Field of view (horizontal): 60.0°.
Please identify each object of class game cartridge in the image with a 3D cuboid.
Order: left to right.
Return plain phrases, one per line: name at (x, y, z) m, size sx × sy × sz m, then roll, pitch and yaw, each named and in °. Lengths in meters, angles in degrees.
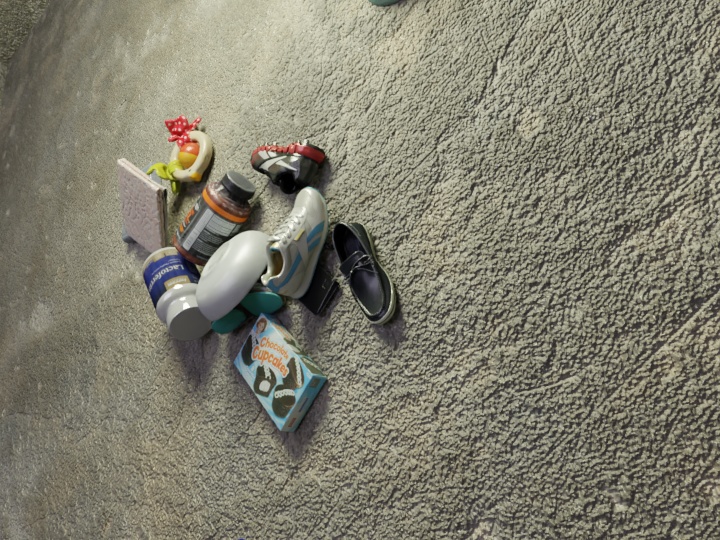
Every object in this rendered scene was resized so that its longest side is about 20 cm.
game cartridge at (-0.582, -0.183, 1.666) m, size 0.133 × 0.040 × 0.200 m, roll -18°, pitch 64°, yaw 35°

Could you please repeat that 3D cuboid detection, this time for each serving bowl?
serving bowl at (-0.254, -0.002, 1.200) m, size 0.200 × 0.066 × 0.200 m, roll -41°, pitch 24°, yaw 23°

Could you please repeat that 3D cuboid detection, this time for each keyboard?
keyboard at (-0.098, -0.015, 1.145) m, size 0.200 × 0.021 × 0.127 m, roll 39°, pitch 105°, yaw 43°

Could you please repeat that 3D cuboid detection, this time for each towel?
towel at (-0.527, -0.148, 1.517) m, size 0.191 × 0.032 × 0.200 m, roll 32°, pitch 129°, yaw 32°

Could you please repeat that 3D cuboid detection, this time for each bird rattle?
bird rattle at (-0.419, -0.283, 1.524) m, size 0.163 × 0.113 × 0.200 m, roll 14°, pitch 73°, yaw 34°

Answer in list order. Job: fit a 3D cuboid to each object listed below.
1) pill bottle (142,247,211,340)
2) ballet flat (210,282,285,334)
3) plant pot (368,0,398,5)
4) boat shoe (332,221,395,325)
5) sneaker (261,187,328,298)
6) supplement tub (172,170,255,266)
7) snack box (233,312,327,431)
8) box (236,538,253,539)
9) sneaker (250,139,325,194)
pill bottle at (-0.388, 0.050, 1.337) m, size 0.116 × 0.116 × 0.200 m, roll -53°, pitch 47°, yaw 17°
ballet flat at (-0.216, 0.060, 1.204) m, size 0.200 × 0.072 × 0.072 m, roll -27°, pitch 59°, yaw 34°
plant pot at (0.034, -0.613, 1.141) m, size 0.200 × 0.134 × 0.201 m, roll -17°, pitch 65°, yaw 40°
boat shoe at (0.000, 0.000, 1.013) m, size 0.075 × 0.062 × 0.200 m, roll -37°, pitch 54°, yaw 27°
sneaker at (-0.115, -0.055, 1.103) m, size 0.076 × 0.081 × 0.200 m, roll 3°, pitch 78°, yaw 47°
supplement tub at (-0.303, -0.113, 1.318) m, size 0.200 × 0.107 × 0.107 m, roll -50°, pitch 47°, yaw 19°
snack box at (-0.148, 0.177, 1.112) m, size 0.200 × 0.037 × 0.116 m, roll 41°, pitch 105°, yaw 44°
box at (-0.191, 0.547, 1.024) m, size 0.119 × 0.041 × 0.200 m, roll -55°, pitch 48°, yaw 16°
sneaker at (-0.156, -0.199, 1.227) m, size 0.200 × 0.071 × 0.098 m, roll 7°, pitch 78°, yaw 44°
